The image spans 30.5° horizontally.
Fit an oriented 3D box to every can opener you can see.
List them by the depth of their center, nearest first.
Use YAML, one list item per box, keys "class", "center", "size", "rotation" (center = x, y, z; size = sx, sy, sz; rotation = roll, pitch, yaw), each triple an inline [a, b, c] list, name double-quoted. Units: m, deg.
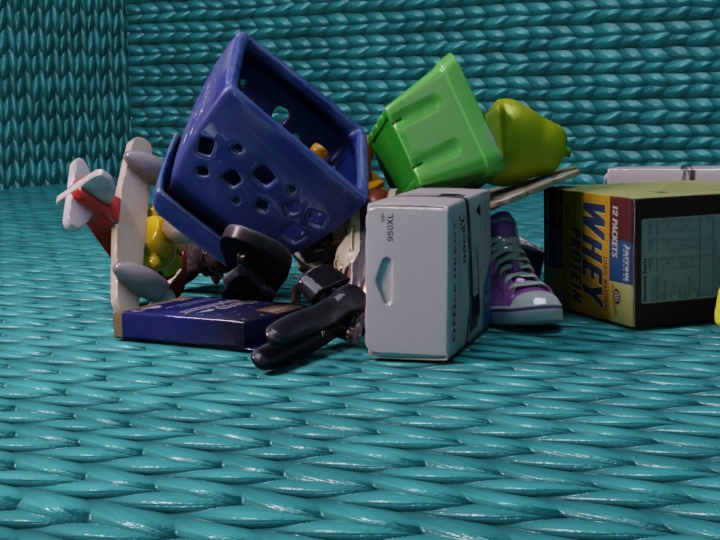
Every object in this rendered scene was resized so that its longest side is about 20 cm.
- class: "can opener"
  center: [-0.049, 0.054, 1.257]
  size: [0.078, 0.064, 0.200]
  rotation: [29, 26, 13]

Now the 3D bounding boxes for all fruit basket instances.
- class: "fruit basket"
  center: [0.126, -0.154, 1.475]
  size: [0.213, 0.157, 0.216]
  rotation: [-25, -3, -1]

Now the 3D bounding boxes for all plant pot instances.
- class: "plant pot"
  center: [-0.118, -0.115, 1.481]
  size: [0.199, 0.180, 0.201]
  rotation: [36, 22, -17]

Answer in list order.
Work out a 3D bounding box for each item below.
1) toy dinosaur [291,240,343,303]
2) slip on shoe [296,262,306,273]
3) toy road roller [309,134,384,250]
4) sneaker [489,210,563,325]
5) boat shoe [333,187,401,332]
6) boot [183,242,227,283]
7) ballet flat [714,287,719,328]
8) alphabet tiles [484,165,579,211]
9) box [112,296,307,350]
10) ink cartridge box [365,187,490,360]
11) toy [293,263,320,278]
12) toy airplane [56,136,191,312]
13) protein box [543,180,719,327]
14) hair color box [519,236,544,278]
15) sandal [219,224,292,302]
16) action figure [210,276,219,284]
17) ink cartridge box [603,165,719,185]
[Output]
- class: "toy dinosaur"
  center: [0.000, 0.000, 1.553]
  size: [0.134, 0.087, 0.199]
  rotation: [-8, 6, -41]
- class: "slip on shoe"
  center: [0.010, -0.034, 1.816]
  size: [0.197, 0.061, 0.076]
  rotation: [-4, -16, 2]
- class: "toy road roller"
  center: [-0.031, -0.111, 1.720]
  size: [0.121, 0.148, 0.200]
  rotation: [-8, 21, -14]
- class: "sneaker"
  center: [0.158, -0.004, 1.433]
  size: [0.072, 0.116, 0.200]
  rotation: [-2, 9, -20]
- class: "boat shoe"
  center: [0.003, -0.013, 1.424]
  size: [0.062, 0.072, 0.202]
  rotation: [-1, 47, 13]
- class: "boot"
  center: [-0.167, -0.054, 1.669]
  size: [0.069, 0.201, 0.173]
  rotation: [42, -33, -24]
- class: "ballet flat"
  center: [0.415, 0.038, 1.251]
  size: [0.066, 0.068, 0.199]
  rotation: [-5, 9, -32]
- class: "alphabet tiles"
  center: [0.148, -0.079, 1.488]
  size: [0.198, 0.015, 0.195]
  rotation: [-23, 7, -31]
- class: "box"
  center: [-0.140, 0.053, 1.361]
  size: [0.198, 0.033, 0.121]
  rotation: [4, 9, 29]
- class: "ink cartridge box"
  center: [0.071, -0.001, 1.301]
  size: [0.083, 0.147, 0.200]
  rotation: [1, 8, 17]
- class: "toy"
  center: [0.026, -0.005, 1.711]
  size: [0.198, 0.048, 0.115]
  rotation: [-6, 11, -30]
- class: "toy airplane"
  center: [-0.255, -0.052, 1.525]
  size: [0.139, 0.203, 0.199]
  rotation: [-12, 6, 14]
- class: "protein box"
  center: [0.335, -0.024, 1.469]
  size: [0.197, 0.137, 0.198]
  rotation: [-4, 8, -20]
- class: "hair color box"
  center: [0.161, -0.019, 1.672]
  size: [0.099, 0.061, 0.200]
  rotation: [12, 6, -7]
- class: "sandal"
  center: [-0.114, 0.011, 1.396]
  size: [0.075, 0.043, 0.201]
  rotation: [18, -25, 4]
- class: "action figure"
  center: [-0.116, 0.001, 1.676]
  size: [0.065, 0.100, 0.199]
  rotation: [-10, -11, -35]
- class: "ink cartridge box"
  center: [0.412, -0.057, 1.659]
  size: [0.197, 0.149, 0.086]
  rotation: [2, 9, 24]
